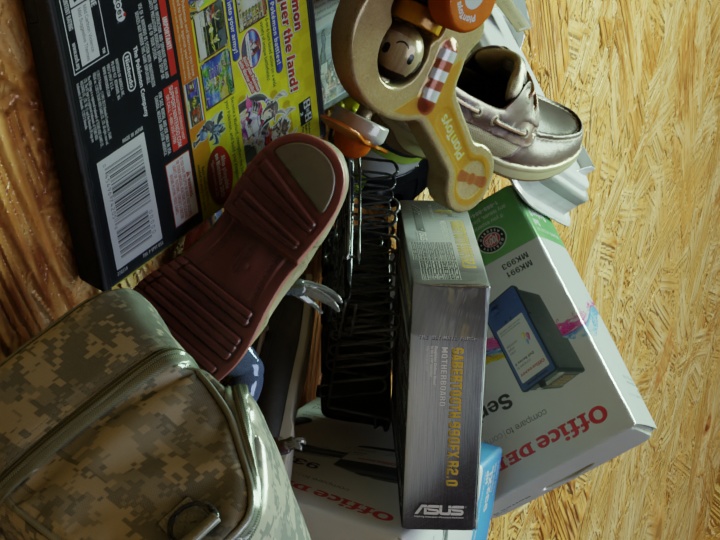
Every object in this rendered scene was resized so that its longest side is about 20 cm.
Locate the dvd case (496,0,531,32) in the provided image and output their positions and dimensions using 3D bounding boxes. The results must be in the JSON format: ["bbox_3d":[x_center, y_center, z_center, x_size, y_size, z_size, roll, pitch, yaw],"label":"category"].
[{"bbox_3d":[0.078,-0.271,1.435,0.200,0.016,0.149,34,42,-67],"label":"dvd case"}]

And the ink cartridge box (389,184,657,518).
[{"bbox_3d":[0.103,0.062,1.459,0.200,0.145,0.087,64,14,14],"label":"ink cartridge box"}]

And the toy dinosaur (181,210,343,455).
[{"bbox_3d":[-0.082,0.020,1.166,0.200,0.105,0.182,-18,97,-54],"label":"toy dinosaur"}]

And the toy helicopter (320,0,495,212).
[{"bbox_3d":[0.033,-0.099,1.201,0.132,0.079,0.200,-51,141,-20],"label":"toy helicopter"}]

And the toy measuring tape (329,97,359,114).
[{"bbox_3d":[0.034,-0.171,1.315,0.200,0.074,0.074,-54,173,29],"label":"toy measuring tape"}]

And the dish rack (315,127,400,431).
[{"bbox_3d":[0.000,0.000,1.298,0.200,0.054,0.154,99,-10,-62],"label":"dish rack"}]

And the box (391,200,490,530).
[{"bbox_3d":[0.048,0.055,1.287,0.200,0.048,0.159,-96,-172,-74],"label":"box"}]

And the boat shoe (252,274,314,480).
[{"bbox_3d":[-0.064,0.072,1.267,0.200,0.057,0.067,-82,178,-46],"label":"boat shoe"}]

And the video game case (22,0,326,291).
[{"bbox_3d":[-0.093,-0.114,1.064,0.181,0.025,0.200,-38,139,-34],"label":"video game case"}]

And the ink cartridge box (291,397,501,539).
[{"bbox_3d":[-0.008,0.162,1.332,0.200,0.145,0.084,-28,131,-65],"label":"ink cartridge box"}]

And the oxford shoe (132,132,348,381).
[{"bbox_3d":[-0.072,0.010,1.115,0.200,0.070,0.075,-46,175,9],"label":"oxford shoe"}]

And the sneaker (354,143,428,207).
[{"bbox_3d":[0.029,-0.090,1.457,0.083,0.072,0.200,-60,165,20],"label":"sneaker"}]

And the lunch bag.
[{"bbox_3d":[-0.096,0.134,1.003,0.139,0.168,0.200,-36,145,-14],"label":"lunch bag"}]

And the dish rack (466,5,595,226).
[{"bbox_3d":[0.112,-0.136,1.492,0.200,0.043,0.172,64,15,15],"label":"dish rack"}]

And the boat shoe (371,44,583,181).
[{"bbox_3d":[0.089,-0.111,1.325,0.200,0.072,0.072,6,128,-44],"label":"boat shoe"}]

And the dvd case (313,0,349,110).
[{"bbox_3d":[-0.040,-0.171,1.144,0.143,0.018,0.201,-34,137,-43],"label":"dvd case"}]
